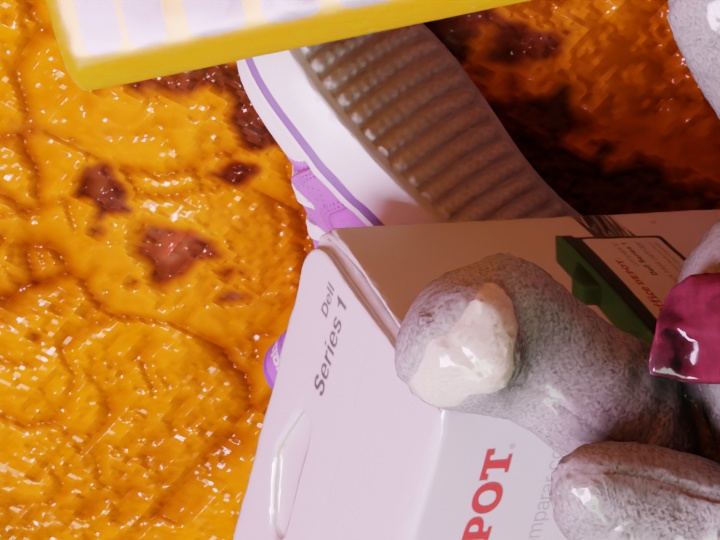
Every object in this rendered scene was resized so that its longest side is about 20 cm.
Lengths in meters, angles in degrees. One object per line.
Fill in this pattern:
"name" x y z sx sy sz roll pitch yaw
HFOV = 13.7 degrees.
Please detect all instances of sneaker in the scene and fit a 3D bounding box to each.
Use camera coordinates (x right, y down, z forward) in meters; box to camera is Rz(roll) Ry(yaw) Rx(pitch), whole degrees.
"sneaker" 0.000 0.001 0.889 0.114 0.073 0.201 -21 130 28

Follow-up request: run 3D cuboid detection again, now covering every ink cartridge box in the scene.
"ink cartridge box" 0.075 0.063 0.849 0.199 0.084 0.147 -4 127 -26

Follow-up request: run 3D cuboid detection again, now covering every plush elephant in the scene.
"plush elephant" 0.134 0.024 0.711 0.200 0.165 0.155 52 158 -14

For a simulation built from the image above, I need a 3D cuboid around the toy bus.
"toy bus" -0.022 -0.099 0.773 0.199 0.065 0.079 -11 104 14
